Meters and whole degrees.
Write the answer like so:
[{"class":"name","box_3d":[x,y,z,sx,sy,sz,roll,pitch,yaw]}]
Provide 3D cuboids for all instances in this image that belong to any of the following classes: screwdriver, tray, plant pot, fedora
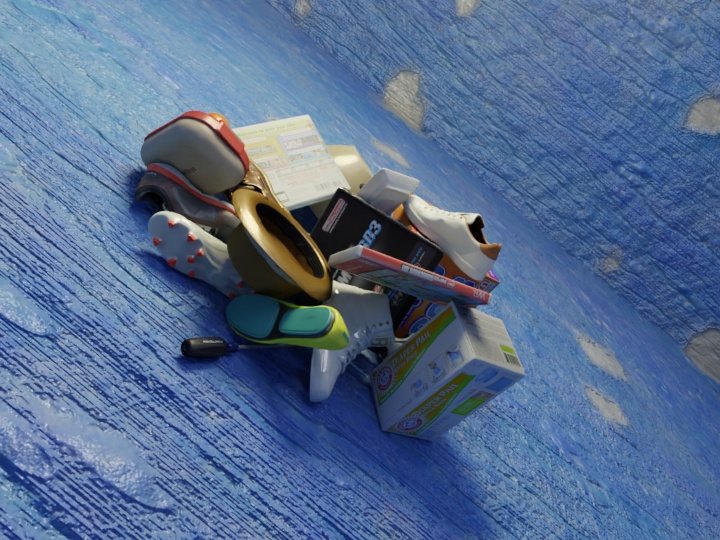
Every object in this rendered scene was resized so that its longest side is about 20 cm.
[{"class":"screwdriver","box_3d":[-0.152,0.103,0.745,0.029,0.028,0.200,21,6,39]},{"class":"tray","box_3d":[0.008,-0.092,0.956,0.107,0.200,0.022,5,50,-50]},{"class":"plant pot","box_3d":[-0.044,-0.186,1.175,0.201,0.134,0.200,56,8,-12]},{"class":"fedora","box_3d":[-0.125,-0.021,0.791,0.201,0.082,0.201,47,16,-17]}]

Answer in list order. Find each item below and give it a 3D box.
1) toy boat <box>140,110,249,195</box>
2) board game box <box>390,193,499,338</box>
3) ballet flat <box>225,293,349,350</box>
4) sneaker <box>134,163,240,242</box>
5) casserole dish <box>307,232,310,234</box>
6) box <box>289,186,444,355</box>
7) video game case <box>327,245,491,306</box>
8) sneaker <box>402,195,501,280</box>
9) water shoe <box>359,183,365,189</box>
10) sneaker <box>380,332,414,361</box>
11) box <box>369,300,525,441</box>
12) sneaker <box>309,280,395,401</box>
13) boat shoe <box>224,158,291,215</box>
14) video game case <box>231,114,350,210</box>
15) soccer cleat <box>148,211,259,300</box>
[{"class":"toy boat","box_3d":[-0.255,-0.201,0.895,0.131,0.199,0.131,48,50,-33]},{"class":"board game box","box_3d":[0.099,-0.004,1.069,0.199,0.200,0.200,25,28,-28]},{"class":"ballet flat","box_3d":[-0.097,0.076,0.744,0.067,0.199,0.067,47,57,-44]},{"class":"sneaker","box_3d":[-0.262,-0.079,0.871,0.200,0.077,0.082,34,52,-14]},{"class":"casserole dish","box_3d":[-0.134,-0.039,0.996,0.200,0.039,0.121,22,30,-32]},{"class":"box","box_3d":[0.000,0.000,0.897,0.198,0.200,0.050,32,9,-2]},{"class":"video game case","box_3d":[0.064,0.012,0.787,0.199,0.018,0.143,19,-10,-16]},{"class":"sneaker","box_3d":[0.156,-0.078,0.930,0.200,0.085,0.073,46,27,26]},{"class":"water shoe","box_3d":[-0.030,-0.098,1.046,0.079,0.200,0.072,22,44,-37]},{"class":"sneaker","box_3d":[0.114,0.149,0.986,0.200,0.074,0.089,18,34,-41]},{"class":"box","box_3d":[0.120,0.155,0.824,0.112,0.200,0.102,21,37,-32]},{"class":"sneaker","box_3d":[-0.007,0.102,0.803,0.115,0.074,0.201,10,50,1]},{"class":"boat shoe","box_3d":[-0.187,-0.132,0.929,0.200,0.072,0.068,51,10,17]},{"class":"video game case","box_3d":[-0.141,-0.199,1.039,0.200,0.022,0.182,-21,75,-32]},{"class":"soccer cleat","box_3d":[-0.218,-0.017,0.812,0.200,0.069,0.078,39,18,-19]}]
